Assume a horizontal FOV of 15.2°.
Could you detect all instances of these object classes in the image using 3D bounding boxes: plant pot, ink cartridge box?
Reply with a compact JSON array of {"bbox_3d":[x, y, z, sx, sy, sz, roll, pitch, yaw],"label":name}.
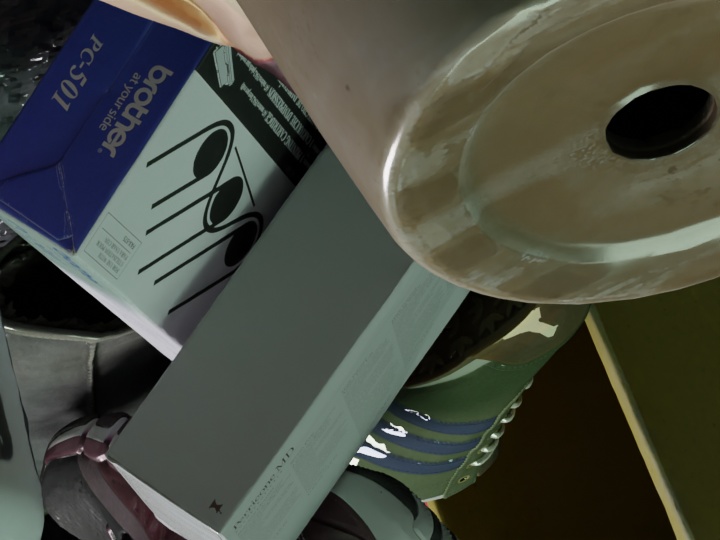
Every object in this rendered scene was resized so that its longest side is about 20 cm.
[{"bbox_3d":[0.142,0.034,1.047,0.199,0.195,0.196,-15,161,-22],"label":"plant pot"},{"bbox_3d":[0.040,-0.096,0.569,0.199,0.174,0.200,-10,147,-6],"label":"plant pot"},{"bbox_3d":[-0.048,-0.023,0.866,0.094,0.044,0.200,-57,159,-6],"label":"ink cartridge box"}]

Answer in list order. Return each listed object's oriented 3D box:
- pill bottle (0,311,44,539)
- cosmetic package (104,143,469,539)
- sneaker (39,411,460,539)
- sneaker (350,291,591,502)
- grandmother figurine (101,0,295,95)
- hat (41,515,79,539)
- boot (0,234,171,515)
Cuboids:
[{"bbox_3d":[-0.157,0.045,0.805,0.110,0.201,0.111,-14,159,-5],"label":"pill bottle"},{"bbox_3d":[0.000,0.000,0.868,0.200,0.051,0.083,-55,166,-12],"label":"cosmetic package"},{"bbox_3d":[-0.064,0.118,0.936,0.200,0.116,0.076,3,148,47],"label":"sneaker"},{"bbox_3d":[0.026,0.040,0.982,0.090,0.067,0.200,28,140,-35],"label":"sneaker"},{"bbox_3d":[-0.027,-0.074,0.717,0.200,0.121,0.061,29,116,-38],"label":"grandmother figurine"},{"bbox_3d":[-0.115,0.148,1.266,0.200,0.201,0.081,-7,117,-23],"label":"hat"},{"bbox_3d":[-0.134,0.051,1.031,0.181,0.073,0.200,-26,169,-13],"label":"boot"}]
